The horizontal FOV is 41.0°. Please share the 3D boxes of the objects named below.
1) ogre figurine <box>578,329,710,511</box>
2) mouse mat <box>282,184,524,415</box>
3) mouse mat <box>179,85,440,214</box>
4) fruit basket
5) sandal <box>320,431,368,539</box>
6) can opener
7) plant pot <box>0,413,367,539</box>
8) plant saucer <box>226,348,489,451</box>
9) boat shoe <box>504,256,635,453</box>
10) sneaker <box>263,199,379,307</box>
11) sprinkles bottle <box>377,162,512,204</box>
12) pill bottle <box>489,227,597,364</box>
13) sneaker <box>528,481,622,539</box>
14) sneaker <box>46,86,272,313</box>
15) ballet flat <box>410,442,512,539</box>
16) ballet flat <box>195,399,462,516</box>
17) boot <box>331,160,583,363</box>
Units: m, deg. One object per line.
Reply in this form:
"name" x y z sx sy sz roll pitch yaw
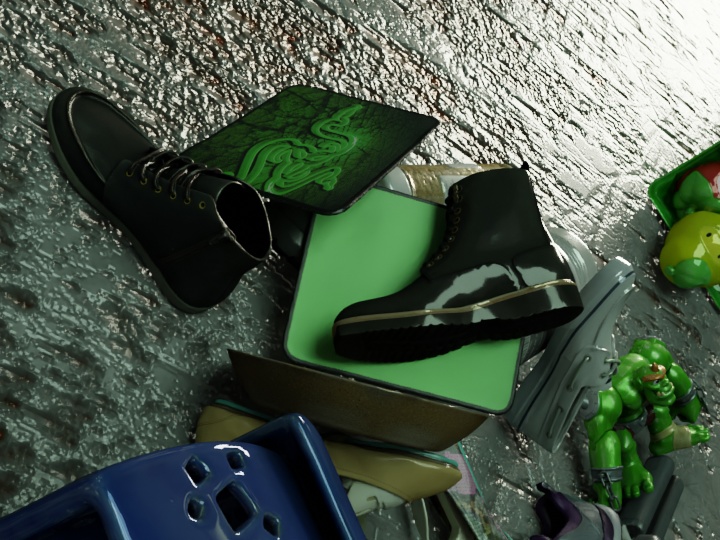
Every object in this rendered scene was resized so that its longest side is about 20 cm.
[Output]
"ogre figurine" 0.283 0.147 0.990 0.199 0.098 0.121 -29 102 -17
"mouse mat" 0.045 0.019 0.787 0.198 0.008 0.163 15 75 -8
"mouse mat" -0.040 -0.109 0.814 0.159 0.008 0.200 18 37 22
"fruit basket" 0.460 -0.049 1.225 0.215 0.155 0.217 40 31 -31
"sandal" -0.018 0.212 0.712 0.079 0.057 0.203 21 55 -32
"can opener" 0.289 0.258 0.945 0.200 0.066 0.054 -44 110 -45
"plant pot" -0.096 0.203 0.557 0.179 0.199 0.202 -16 78 -52
"plant saucer" -0.006 0.099 0.707 0.199 0.199 0.036 18 83 -33
"boat shoe" 0.205 0.081 0.877 0.067 0.201 0.073 41 37 23
"sneaker" 0.000 0.000 0.815 0.079 0.075 0.200 -45 102 -9
"sprinkles bottle" 0.076 -0.071 0.943 0.199 0.068 0.069 -6 71 -43
"pill bottle" 0.136 0.029 0.907 0.199 0.116 0.117 -24 84 -46
"sneaker" 0.179 0.286 0.847 0.087 0.075 0.201 27 41 -11
"sneaker" -0.145 -0.072 0.722 0.201 0.106 0.075 52 45 -6
"ballet flat" 0.087 0.223 0.802 0.071 0.069 0.201 -26 81 -27
"ballet flat" -0.026 0.149 0.705 0.198 0.069 0.064 14 70 0
"boot" 0.063 -0.009 0.768 0.198 0.078 0.140 -7 68 -16
